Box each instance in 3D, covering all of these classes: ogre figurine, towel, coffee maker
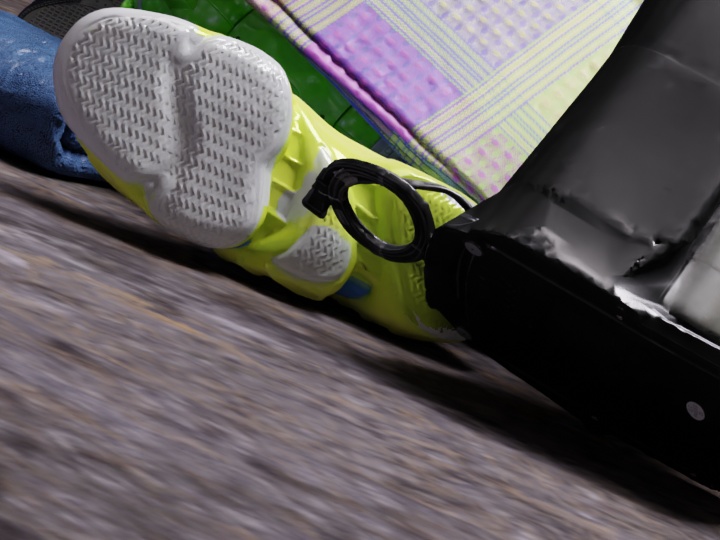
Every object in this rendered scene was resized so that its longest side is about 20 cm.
[{"bbox_3d":[-0.028,-0.072,1.107,0.200,0.098,0.120,62,-8,11],"label":"ogre figurine"},{"bbox_3d":[-0.180,-0.096,1.072,0.200,0.049,0.112,26,8,21],"label":"towel"},{"bbox_3d":[0.121,-0.054,0.915,0.192,0.200,0.135,39,-23,-9],"label":"coffee maker"},{"bbox_3d":[0.028,-0.120,1.054,0.200,0.144,0.023,43,-31,15],"label":"towel"}]

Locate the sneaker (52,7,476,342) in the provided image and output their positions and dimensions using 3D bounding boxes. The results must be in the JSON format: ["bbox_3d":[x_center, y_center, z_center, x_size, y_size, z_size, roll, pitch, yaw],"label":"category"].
[{"bbox_3d":[-0.038,-0.033,0.981,0.200,0.076,0.105,34,-6,-13],"label":"sneaker"}]

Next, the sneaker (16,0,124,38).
[{"bbox_3d":[-0.087,-0.088,1.213,0.200,0.077,0.085,23,13,14],"label":"sneaker"}]
